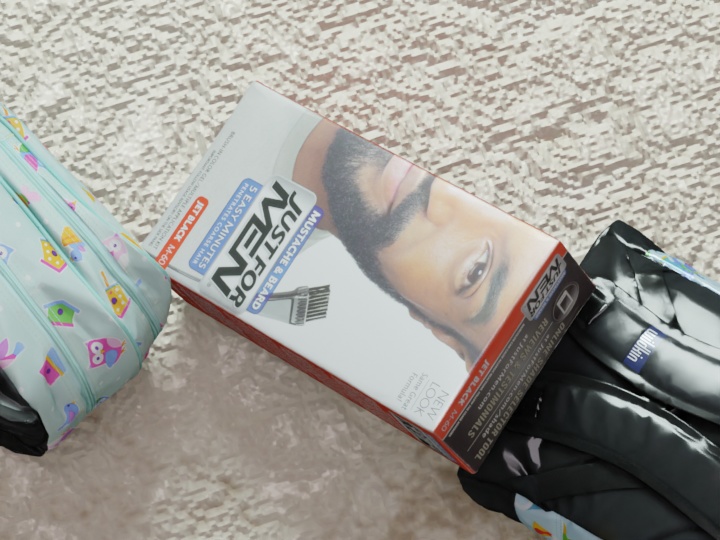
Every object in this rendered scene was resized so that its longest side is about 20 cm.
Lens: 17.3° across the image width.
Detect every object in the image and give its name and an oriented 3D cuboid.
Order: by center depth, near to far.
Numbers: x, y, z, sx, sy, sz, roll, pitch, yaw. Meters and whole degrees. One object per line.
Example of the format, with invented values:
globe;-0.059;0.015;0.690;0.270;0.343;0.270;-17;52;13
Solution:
backpack;0.178;0.092;1.137;0.200;0.154;0.163;21;74;40
backpack;-0.192;-0.007;1.151;0.200;0.167;0.127;45;79;0
hair color box;0.000;0.000;1.152;0.200;0.064;0.111;29;81;31
